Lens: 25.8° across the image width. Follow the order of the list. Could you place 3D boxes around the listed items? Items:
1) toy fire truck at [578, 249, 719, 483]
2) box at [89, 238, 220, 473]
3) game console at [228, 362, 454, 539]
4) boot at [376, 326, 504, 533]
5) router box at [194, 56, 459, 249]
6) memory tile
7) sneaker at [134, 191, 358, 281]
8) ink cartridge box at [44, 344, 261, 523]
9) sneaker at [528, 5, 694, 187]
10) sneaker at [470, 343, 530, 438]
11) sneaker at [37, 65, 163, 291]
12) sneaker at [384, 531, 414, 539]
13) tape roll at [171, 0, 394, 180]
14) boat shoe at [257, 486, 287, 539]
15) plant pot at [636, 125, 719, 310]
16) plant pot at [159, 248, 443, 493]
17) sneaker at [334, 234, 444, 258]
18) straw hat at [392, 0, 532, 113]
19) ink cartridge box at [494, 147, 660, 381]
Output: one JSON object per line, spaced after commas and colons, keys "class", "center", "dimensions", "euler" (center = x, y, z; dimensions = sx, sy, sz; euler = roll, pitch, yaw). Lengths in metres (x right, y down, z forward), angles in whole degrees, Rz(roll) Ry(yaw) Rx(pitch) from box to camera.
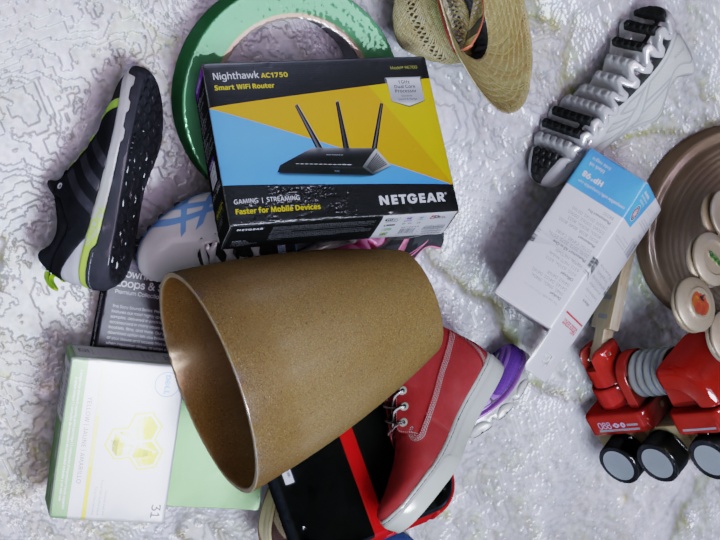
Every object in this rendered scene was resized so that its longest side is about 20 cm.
{"class": "toy fire truck", "center": [0.285, 0.083, 1.502], "dimensions": [0.129, 0.175, 0.201], "euler": [-42, 109, -35]}
{"class": "box", "center": [-0.171, 0.076, 1.406], "dimensions": [0.142, 0.036, 0.202], "euler": [9, 101, -22]}
{"class": "game console", "center": [-0.015, 0.145, 1.405], "dimensions": [0.176, 0.031, 0.202], "euler": [-17, 81, -28]}
{"class": "boot", "center": [0.028, 0.118, 1.379], "dimensions": [0.144, 0.072, 0.201], "euler": [36, 54, -10]}
{"class": "router box", "center": [-0.030, -0.100, 1.314], "dimensions": [0.198, 0.051, 0.150], "euler": [-5, 68, -19]}
{"class": "memory tile", "center": [0.370, 0.033, 1.458], "dimensions": [0.200, 0.017, 0.154], "euler": [39, 59, -23]}
{"class": "sneaker", "center": [-0.095, -0.031, 1.342], "dimensions": [0.198, 0.073, 0.072], "euler": [-15, 123, -6]}
{"class": "ink cartridge box", "center": [-0.168, 0.147, 1.381], "dimensions": [0.198, 0.048, 0.147], "euler": [7, 101, -19]}
{"class": "sneaker", "center": [0.239, -0.150, 1.480], "dimensions": [0.200, 0.075, 0.081], "euler": [-49, 124, -1]}
{"class": "sneaker", "center": [0.074, 0.125, 1.484], "dimensions": [0.199, 0.081, 0.084], "euler": [-33, 99, -13]}
{"class": "sneaker", "center": [-0.227, -0.081, 1.329], "dimensions": [0.082, 0.072, 0.202], "euler": [11, 81, 15]}
{"class": "sneaker", "center": [0.006, 0.347, 1.491], "dimensions": [0.076, 0.111, 0.201], "euler": [28, 93, -23]}
{"class": "tape roll", "center": [-0.065, -0.152, 1.382], "dimensions": [0.199, 0.048, 0.202], "euler": [-4, 103, -18]}
{"class": "boat shoe", "center": [-0.040, 0.167, 1.437], "dimensions": [0.072, 0.072, 0.202], "euler": [18, 83, -32]}
{"class": "plant pot", "center": [0.377, -0.037, 1.540], "dimensions": [0.199, 0.093, 0.203], "euler": [-4, 103, -18]}
{"class": "plant pot", "center": [-0.040, 0.058, 1.296], "dimensions": [0.199, 0.186, 0.188], "euler": [-21, 109, -22]}
{"class": "sneaker", "center": [0.000, 0.000, 1.427], "dimensions": [0.200, 0.079, 0.096], "euler": [-40, 127, -13]}
{"class": "straw hat", "center": [0.074, -0.227, 1.389], "dimensions": [0.084, 0.201, 0.202], "euler": [-12, 112, 27]}
{"class": "ink cartridge box", "center": [0.193, -0.002, 1.464], "dimensions": [0.066, 0.116, 0.201], "euler": [34, 90, 20]}
